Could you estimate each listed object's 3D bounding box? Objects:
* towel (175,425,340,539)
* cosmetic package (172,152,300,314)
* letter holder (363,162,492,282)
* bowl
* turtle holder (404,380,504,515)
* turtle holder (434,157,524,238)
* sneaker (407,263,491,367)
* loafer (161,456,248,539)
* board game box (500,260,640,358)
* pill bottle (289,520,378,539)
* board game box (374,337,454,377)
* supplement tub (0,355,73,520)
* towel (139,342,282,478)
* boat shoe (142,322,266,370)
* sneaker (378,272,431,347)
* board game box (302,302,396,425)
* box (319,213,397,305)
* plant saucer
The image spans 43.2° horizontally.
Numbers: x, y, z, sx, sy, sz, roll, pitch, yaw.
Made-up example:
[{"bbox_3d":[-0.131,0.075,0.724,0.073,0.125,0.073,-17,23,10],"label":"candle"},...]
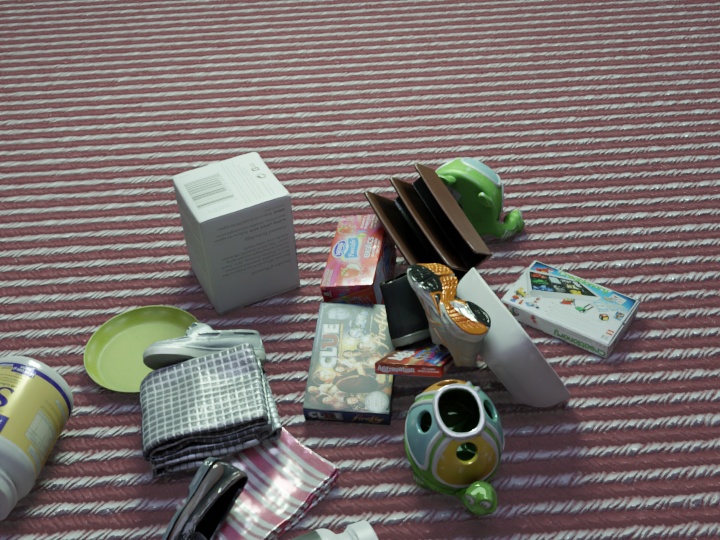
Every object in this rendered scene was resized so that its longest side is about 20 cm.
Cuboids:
[{"bbox_3d":[-0.143,0.308,1.277,0.146,0.030,0.199,28,49,33],"label":"towel"},{"bbox_3d":[-0.217,-0.067,1.601,0.164,0.202,0.165,-19,42,-18],"label":"cosmetic package"},{"bbox_3d":[0.112,-0.081,1.567,0.201,0.100,0.142,58,22,20],"label":"letter holder"},{"bbox_3d":[0.219,0.113,1.380,0.074,0.200,0.200,-38,44,6],"label":"bowl"},{"bbox_3d":[0.127,0.238,1.242,0.139,0.132,0.187,12,56,7],"label":"turtle holder"},{"bbox_3d":[0.218,-0.138,1.704,0.184,0.142,0.132,13,37,22],"label":"turtle holder"},{"bbox_3d":[0.117,0.066,1.343,0.075,0.093,0.200,-4,34,-22],"label":"sneaker"},{"bbox_3d":[-0.211,0.340,1.192,0.062,0.072,0.201,10,53,18],"label":"loafer"},{"bbox_3d":[0.352,0.062,1.535,0.199,0.035,0.126,24,47,29],"label":"board game box"},{"bbox_3d":[-0.070,0.386,1.109,0.198,0.117,0.116,-17,41,-17],"label":"pill bottle"},{"bbox_3d":[0.103,0.129,1.395,0.102,0.020,0.200,-1,8,21],"label":"board game box"},{"bbox_3d":[-0.512,0.238,1.296,0.144,0.147,0.201,4,40,9],"label":"supplement tub"},{"bbox_3d":[-0.227,0.202,1.348,0.198,0.086,0.166,-16,36,-5],"label":"towel"},{"bbox_3d":[-0.248,0.121,1.439,0.199,0.070,0.072,4,55,-27],"label":"boat shoe"},{"bbox_3d":[0.104,0.049,1.463,0.074,0.107,0.199,-16,0,31],"label":"sneaker"},{"bbox_3d":[-0.010,0.143,1.431,0.134,0.035,0.202,2,52,7],"label":"board game box"},{"bbox_3d":[0.000,0.000,1.576,0.094,0.100,0.201,-3,39,14],"label":"box"},{"bbox_3d":[-0.353,0.136,1.499,0.197,0.031,0.201,-2,41,1],"label":"plant saucer"}]
